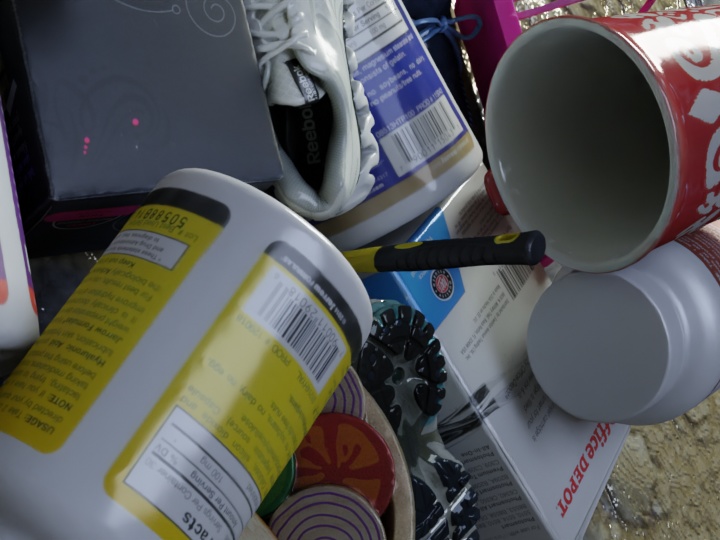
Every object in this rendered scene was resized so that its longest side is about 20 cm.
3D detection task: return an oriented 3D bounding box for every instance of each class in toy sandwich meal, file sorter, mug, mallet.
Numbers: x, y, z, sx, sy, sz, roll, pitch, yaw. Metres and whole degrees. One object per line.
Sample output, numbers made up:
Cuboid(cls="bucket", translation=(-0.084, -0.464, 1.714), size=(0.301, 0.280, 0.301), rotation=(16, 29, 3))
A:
Cuboid(cls="toy sandwich meal", translation=(-0.068, 0.111, 0.652), size=(0.203, 0.070, 0.208), rotation=(3, 72, -8))
Cuboid(cls="file sorter", translation=(0.154, -0.121, 0.981), size=(0.139, 0.124, 0.202), rotation=(102, -27, -82))
Cuboid(cls="mug", translation=(0.172, -0.093, 0.827), size=(0.199, 0.177, 0.135), rotation=(-17, 113, -36))
Cuboid(cls="mallet", translation=(0.000, 0.000, 0.743), size=(0.066, 0.199, 0.041), rotation=(-41, 119, -38))

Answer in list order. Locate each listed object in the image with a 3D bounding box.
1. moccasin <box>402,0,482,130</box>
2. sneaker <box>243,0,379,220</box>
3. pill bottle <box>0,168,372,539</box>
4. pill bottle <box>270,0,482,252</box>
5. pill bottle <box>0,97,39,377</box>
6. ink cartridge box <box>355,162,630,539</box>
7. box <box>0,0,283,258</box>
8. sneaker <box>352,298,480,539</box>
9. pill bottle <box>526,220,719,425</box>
Cuboid(cls="moccasin", translation=(0.026, -0.174, 0.948), size=(0.080, 0.068, 0.202), rotation=(-35, 101, -50))
Cuboid(cls="sneaker", translation=(-0.036, -0.120, 0.723), size=(0.081, 0.074, 0.202), rotation=(-66, 141, -77))
Cuboid(cls="pill bottle", translation=(-0.089, 0.068, 0.571), size=(0.111, 0.111, 0.201), rotation=(46, 64, -25))
Cuboid(cls="pill bottle", translation=(-0.026, -0.121, 0.824), size=(0.120, 0.119, 0.201), rotation=(-41, 105, -49))
Cuboid(cls="pill bottle", translation=(-0.201, -0.053, 0.597), size=(0.111, 0.111, 0.202), rotation=(1, 72, -49))
Cuboid(cls="ink cartridge box", translation=(0.067, 0.060, 0.875), size=(0.201, 0.084, 0.146), rotation=(59, 36, -12))
Cuboid(cls="box", translation=(-0.130, -0.118, 0.694), size=(0.121, 0.106, 0.202), rotation=(-9, 80, -35))
Cuboid(cls="sneaker", translation=(0.009, 0.105, 0.799), size=(0.077, 0.086, 0.202), rotation=(-20, 112, -36))
Cuboid(cls="pill bottle", translation=(0.176, 0.028, 0.867), size=(0.199, 0.111, 0.113), rotation=(-14, 84, -59))
